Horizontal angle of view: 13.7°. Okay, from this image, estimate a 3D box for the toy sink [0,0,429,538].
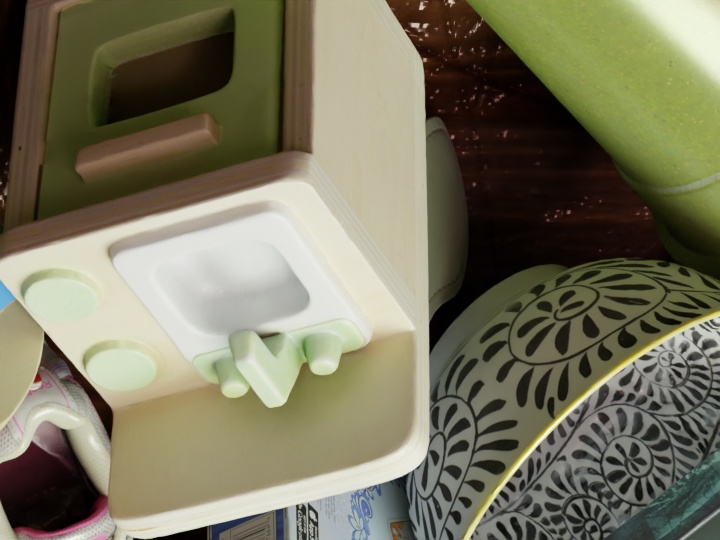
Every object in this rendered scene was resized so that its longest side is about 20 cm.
[{"bbox_3d":[-0.055,-0.021,1.120,0.130,0.201,0.112,-15,140,20],"label":"toy sink"}]

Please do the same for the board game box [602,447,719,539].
[{"bbox_3d":[0.151,0.137,1.288,0.200,0.028,0.135,-37,141,-10],"label":"board game box"}]

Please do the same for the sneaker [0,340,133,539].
[{"bbox_3d":[-0.134,0.111,1.242,0.081,0.088,0.201,-26,125,-17],"label":"sneaker"}]

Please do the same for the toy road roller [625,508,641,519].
[{"bbox_3d":[0.156,0.087,1.381,0.145,0.123,0.201,-6,118,-27],"label":"toy road roller"}]

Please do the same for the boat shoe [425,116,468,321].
[{"bbox_3d":[0.000,0.000,1.226,0.060,0.201,0.072,-13,117,20],"label":"boat shoe"}]

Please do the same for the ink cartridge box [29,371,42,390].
[{"bbox_3d":[-0.234,0.034,1.120,0.199,0.116,0.067,3,122,-31],"label":"ink cartridge box"}]

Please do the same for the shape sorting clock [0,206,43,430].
[{"bbox_3d":[-0.207,-0.004,1.079,0.199,0.200,0.039,4,134,-32],"label":"shape sorting clock"}]

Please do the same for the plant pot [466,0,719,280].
[{"bbox_3d":[0.127,-0.128,1.229,0.190,0.200,0.200,33,95,-26],"label":"plant pot"}]

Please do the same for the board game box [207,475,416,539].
[{"bbox_3d":[0.003,0.118,1.264,0.043,0.201,0.199,-24,130,20],"label":"board game box"}]

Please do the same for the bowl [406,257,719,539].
[{"bbox_3d":[0.086,0.061,1.256,0.200,0.094,0.201,-30,148,-21],"label":"bowl"}]
